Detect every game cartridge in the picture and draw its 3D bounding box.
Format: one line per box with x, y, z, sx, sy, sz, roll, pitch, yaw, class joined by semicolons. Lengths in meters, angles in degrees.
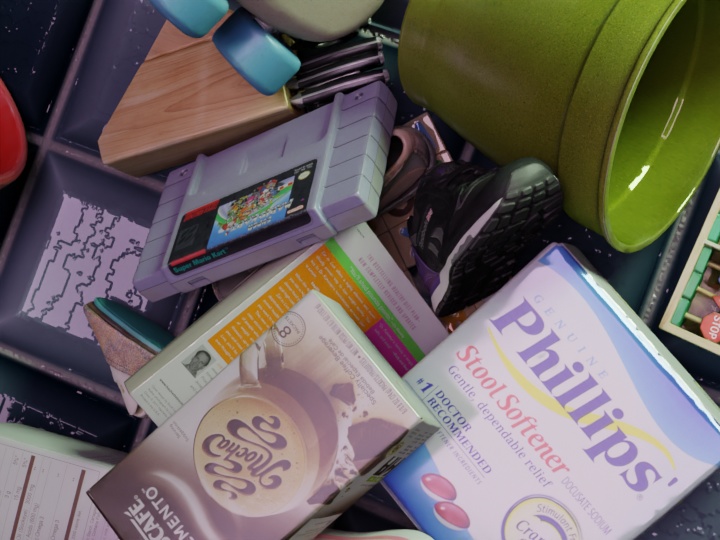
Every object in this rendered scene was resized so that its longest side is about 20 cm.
-0.070;-0.056;1.069;0.200;0.130;0.038;-20;123;28;game cartridge

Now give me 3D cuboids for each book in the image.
-0.047;0.066;1.051;0.200;0.048;0.134;-40;109;-5;book

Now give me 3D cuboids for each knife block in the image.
-0.077;-0.128;1.123;0.175;0.064;0.200;31;92;17;knife block

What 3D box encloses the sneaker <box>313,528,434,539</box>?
-0.039;0.228;1.016;0.200;0.105;0.076;-19;96;46;sneaker

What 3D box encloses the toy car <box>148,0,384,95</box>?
-0.078;-0.265;1.040;0.184;0.177;0.200;-45;55;9;toy car

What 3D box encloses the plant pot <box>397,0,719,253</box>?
0.136;-0.141;1.014;0.193;0.200;0.201;26;91;28;plant pot

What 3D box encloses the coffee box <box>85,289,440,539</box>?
-0.062;0.123;0.971;0.200;0.080;0.113;-42;75;3;coffee box

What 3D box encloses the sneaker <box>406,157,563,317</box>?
0.068;-0.041;1.004;0.076;0.200;0.088;-22;75;-20;sneaker

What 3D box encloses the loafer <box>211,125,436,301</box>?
-0.035;-0.042;1.096;0.200;0.063;0.072;-38;77;8;loafer

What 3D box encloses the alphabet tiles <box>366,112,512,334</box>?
0.000;0.000;1.119;0.200;0.008;0.168;-28;78;10;alphabet tiles

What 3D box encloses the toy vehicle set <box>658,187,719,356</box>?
0.303;-0.025;1.028;0.124;0.027;0.201;24;91;17;toy vehicle set

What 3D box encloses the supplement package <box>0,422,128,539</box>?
-0.210;0.190;1.099;0.199;0.117;0.118;13;88;17;supplement package

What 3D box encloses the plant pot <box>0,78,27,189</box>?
-0.391;-0.099;1.151;0.177;0.200;0.201;-36;76;20;plant pot

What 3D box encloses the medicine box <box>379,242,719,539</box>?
0.128;0.113;1.018;0.200;0.103;0.182;-43;75;12;medicine box

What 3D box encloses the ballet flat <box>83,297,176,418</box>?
-0.136;0.090;1.117;0.200;0.068;0.067;28;95;17;ballet flat
